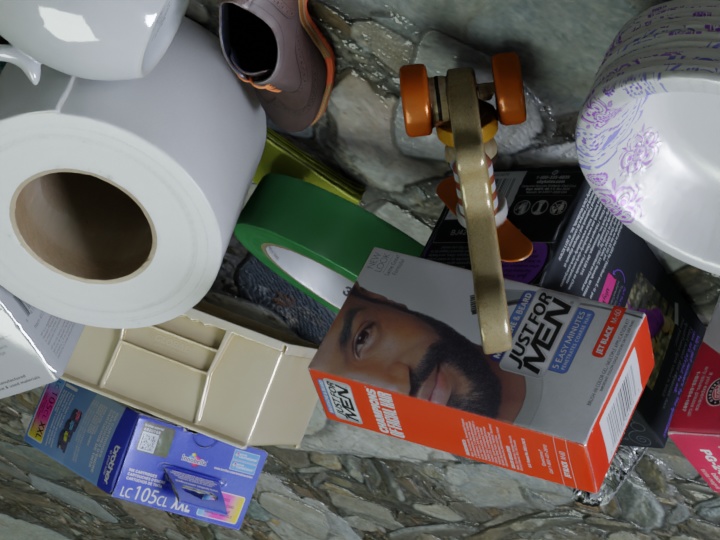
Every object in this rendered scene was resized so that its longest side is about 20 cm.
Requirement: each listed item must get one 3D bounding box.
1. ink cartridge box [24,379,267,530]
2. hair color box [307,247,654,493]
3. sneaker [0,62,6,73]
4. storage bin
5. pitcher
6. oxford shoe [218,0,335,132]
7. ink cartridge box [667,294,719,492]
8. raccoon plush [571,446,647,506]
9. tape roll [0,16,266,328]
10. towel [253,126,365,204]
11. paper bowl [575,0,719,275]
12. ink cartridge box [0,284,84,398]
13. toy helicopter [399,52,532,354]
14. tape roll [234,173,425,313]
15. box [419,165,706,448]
[{"bbox_3d":[-0.174,0.152,1.758,0.136,0.077,0.200,20,179,-36],"label":"ink cartridge box"},{"bbox_3d":[0.080,0.063,1.385,0.199,0.111,0.064,13,146,25],"label":"hair color box"},{"bbox_3d":[-0.347,-0.128,1.670,0.200,0.078,0.091,12,122,30],"label":"sneaker"},{"bbox_3d":[-0.142,0.075,1.771,0.198,0.094,0.200,21,-179,12],"label":"storage bin"},{"bbox_3d":[-0.226,-0.185,1.395,0.200,0.172,0.121,26,-175,4],"label":"pitcher"},{"bbox_3d":[-0.066,-0.148,1.418,0.071,0.073,0.200,16,152,18],"label":"oxford shoe"},{"bbox_3d":[0.325,0.074,1.383,0.200,0.145,0.083,1,143,41],"label":"ink cartridge box"},{"bbox_3d":[0.180,0.089,1.649,0.134,0.097,0.200,36,125,9],"label":"raccoon plush"},{"bbox_3d":[-0.180,-0.076,1.508,0.202,0.139,0.203,8,134,9],"label":"tape roll"},{"bbox_3d":[-0.094,-0.101,1.592,0.200,0.018,0.086,34,158,-16],"label":"towel"},{"bbox_3d":[0.235,-0.086,1.227,0.200,0.105,0.201,21,152,12],"label":"paper bowl"},{"bbox_3d":[-0.290,-0.025,1.592,0.086,0.147,0.200,-19,121,27],"label":"ink cartridge box"},{"bbox_3d":[0.076,-0.036,1.369,0.079,0.201,0.132,-7,155,3],"label":"toy helicopter"},{"bbox_3d":[0.000,0.000,1.583,0.200,0.048,0.200,29,170,6],"label":"tape roll"},{"bbox_3d":[0.145,0.028,1.503,0.122,0.106,0.200,2,143,40],"label":"box"}]
